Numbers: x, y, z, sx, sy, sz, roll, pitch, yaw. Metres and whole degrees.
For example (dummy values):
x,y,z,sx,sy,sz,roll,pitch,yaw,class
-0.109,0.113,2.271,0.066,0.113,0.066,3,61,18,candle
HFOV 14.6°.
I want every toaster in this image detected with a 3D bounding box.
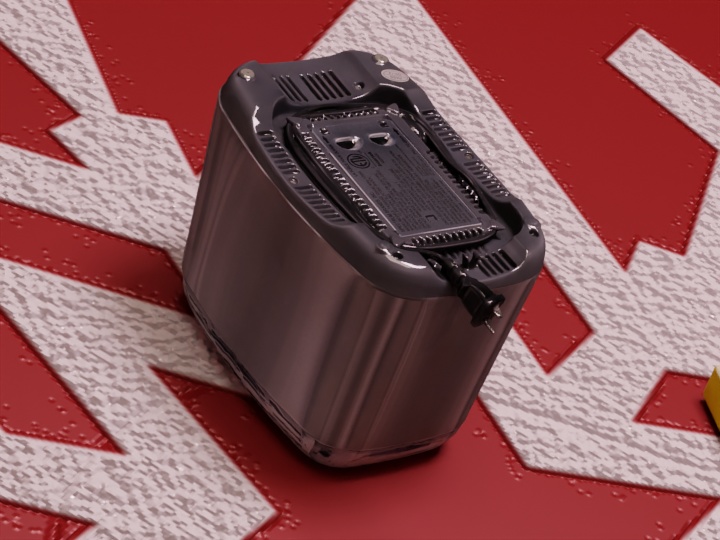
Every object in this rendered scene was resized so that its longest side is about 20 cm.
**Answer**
x,y,z,sx,sy,sz,roll,pitch,yaw,class
0.000,0.000,1.305,0.114,0.129,0.200,-11,46,-36,toaster

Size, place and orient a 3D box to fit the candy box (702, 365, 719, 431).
x,y,z,sx,sy,sz,roll,pitch,yaw,class
0.244,0.122,1.359,0.102,0.026,0.200,3,39,-20,candy box
